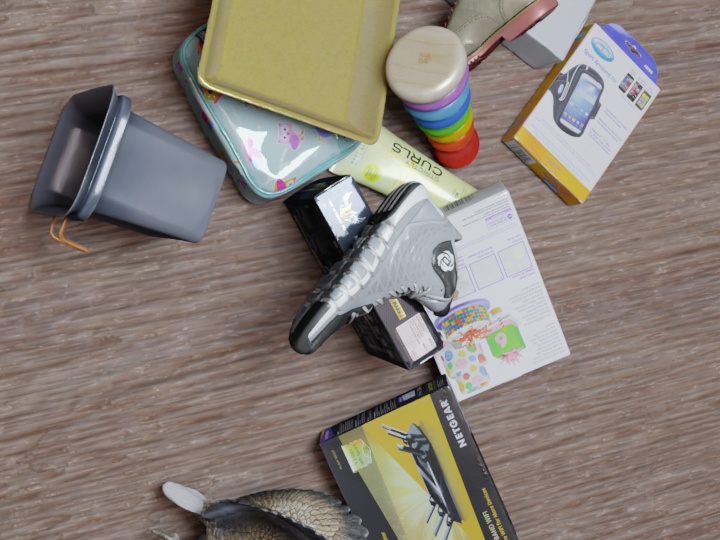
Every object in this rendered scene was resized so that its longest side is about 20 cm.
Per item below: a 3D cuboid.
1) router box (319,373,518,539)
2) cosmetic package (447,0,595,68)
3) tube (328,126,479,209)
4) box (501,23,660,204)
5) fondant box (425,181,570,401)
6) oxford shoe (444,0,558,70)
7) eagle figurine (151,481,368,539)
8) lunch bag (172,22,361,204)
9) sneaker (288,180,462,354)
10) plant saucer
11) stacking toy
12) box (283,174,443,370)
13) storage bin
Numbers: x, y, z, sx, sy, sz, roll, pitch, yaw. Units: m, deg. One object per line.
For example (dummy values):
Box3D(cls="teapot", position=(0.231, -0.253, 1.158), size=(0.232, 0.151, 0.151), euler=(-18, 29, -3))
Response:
Box3D(cls="router box", position=(0.065, 0.239, 1.206), size=(0.155, 0.052, 0.203), euler=(-25, 98, 4))
Box3D(cls="cosmetic package", position=(0.164, -0.330, 1.252), size=(0.199, 0.074, 0.103), euler=(35, 80, -18))
Box3D(cls="tube", position=(0.065, -0.098, 1.234), size=(0.198, 0.052, 0.058), euler=(30, 43, -11))
Box3D(cls="box", position=(0.269, -0.194, 1.307), size=(0.119, 0.041, 0.201), euler=(40, 76, -15))
Box3D(cls="fondant box", position=(0.129, 0.025, 1.217), size=(0.142, 0.058, 0.203), euler=(-23, 103, 4))
Box3D(cls="oxford shoe", position=(0.117, -0.262, 1.204), size=(0.198, 0.070, 0.075), euler=(-32, 94, 21))
Box3D(cls="eagle figurine", position=(-0.103, 0.274, 1.120), size=(0.198, 0.153, 0.152), euler=(-25, 125, 10))
Box3D(cls="lunch bag", position=(-0.094, -0.188, 1.158), size=(0.159, 0.077, 0.202), euler=(-31, 97, -15))
Box3D(cls="sneaker", position=(0.029, 0.023, 1.043), size=(0.115, 0.075, 0.201), euler=(42, 80, -16))
Box3D(cls="plant saucer", position=(-0.063, -0.241, 1.108), size=(0.197, 0.048, 0.204), euler=(16, 74, -25))
Box3D(cls="stacking toy", position=(0.091, -0.171, 1.176), size=(0.084, 0.200, 0.087), euler=(-7, 65, 16))
Box3D(cls="box", position=(0.000, 0.000, 1.152), size=(0.051, 0.157, 0.202), euler=(-30, 99, -13))
Box3D(cls="storage bin", position=(-0.225, -0.081, 1.063), size=(0.133, 0.199, 0.148), euler=(22, 84, -27))
